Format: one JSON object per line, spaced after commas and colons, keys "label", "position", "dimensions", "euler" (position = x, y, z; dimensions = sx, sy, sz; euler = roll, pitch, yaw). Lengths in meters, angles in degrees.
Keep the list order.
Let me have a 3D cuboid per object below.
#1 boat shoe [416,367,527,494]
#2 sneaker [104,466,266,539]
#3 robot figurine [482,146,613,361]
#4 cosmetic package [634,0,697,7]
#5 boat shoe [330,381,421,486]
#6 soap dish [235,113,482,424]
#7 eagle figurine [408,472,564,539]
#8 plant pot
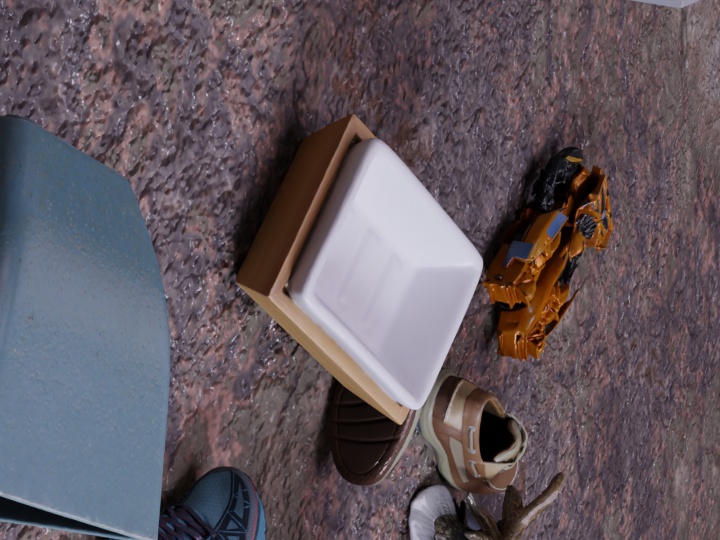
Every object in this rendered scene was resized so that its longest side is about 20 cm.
{"label": "boat shoe", "position": [0.110, 0.156, 1.934], "dimensions": [0.076, 0.073, 0.200], "euler": [-67, 151, -16]}
{"label": "sneaker", "position": [-0.134, 0.205, 1.503], "dimensions": [0.200, 0.079, 0.096], "euler": [-56, 144, -34]}
{"label": "robot figurine", "position": [0.179, -0.018, 1.999], "dimensions": [0.200, 0.058, 0.145], "euler": [-55, 146, -34]}
{"label": "cosmetic package", "position": [0.296, -0.308, 2.029], "dimensions": [0.200, 0.112, 0.082], "euler": [-27, 126, -53]}
{"label": "boat shoe", "position": [0.031, 0.077, 1.756], "dimensions": [0.075, 0.074, 0.204], "euler": [18, 86, -68]}
{"label": "soap dish", "position": [0.000, 0.000, 1.623], "dimensions": [0.200, 0.081, 0.158], "euler": [46, 61, -45]}
{"label": "eagle figurine", "position": [0.111, 0.284, 1.975], "dimensions": [0.151, 0.152, 0.200], "euler": [-11, 155, -18]}
{"label": "plant pot", "position": [-0.216, 0.024, 1.164], "dimensions": [0.196, 0.195, 0.201], "euler": [34, 65, -60]}
